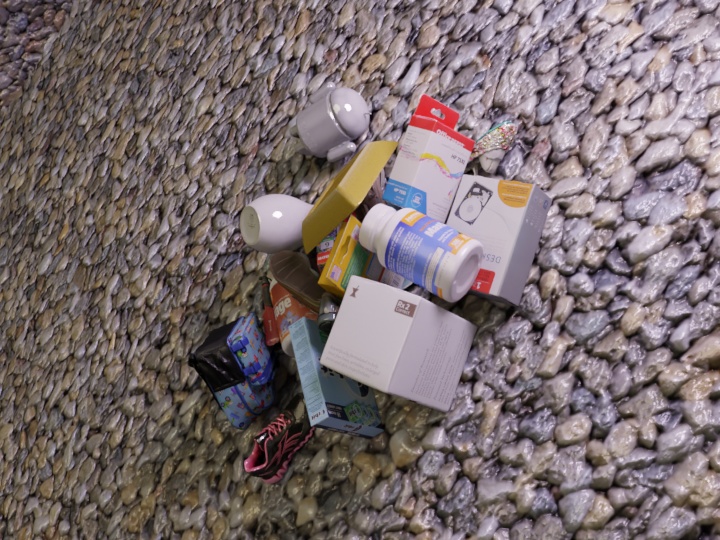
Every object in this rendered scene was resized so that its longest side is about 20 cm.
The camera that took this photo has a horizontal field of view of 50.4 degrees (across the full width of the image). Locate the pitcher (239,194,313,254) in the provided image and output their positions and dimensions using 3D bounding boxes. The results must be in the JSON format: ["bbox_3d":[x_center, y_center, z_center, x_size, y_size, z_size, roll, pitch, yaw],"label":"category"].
[{"bbox_3d":[-0.162,-0.101,1.611,0.170,0.198,0.123,11,103,49],"label":"pitcher"}]

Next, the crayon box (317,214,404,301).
[{"bbox_3d":[0.000,0.000,1.391,0.051,0.200,0.127,7,68,40],"label":"crayon box"}]

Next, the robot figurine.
[{"bbox_3d":[-0.061,-0.322,1.667,0.199,0.112,0.172,-27,78,29],"label":"robot figurine"}]

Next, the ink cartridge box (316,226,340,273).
[{"bbox_3d":[-0.051,-0.004,1.503,0.050,0.110,0.202,-13,45,7],"label":"ink cartridge box"}]

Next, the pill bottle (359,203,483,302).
[{"bbox_3d":[0.098,-0.038,1.297,0.199,0.112,0.113,29,92,26],"label":"pill bottle"}]

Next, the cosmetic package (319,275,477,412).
[{"bbox_3d":[0.069,0.128,1.331,0.164,0.199,0.167,16,84,42],"label":"cosmetic package"}]

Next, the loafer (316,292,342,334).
[{"bbox_3d":[-0.016,0.100,1.416,0.071,0.200,0.064,-14,62,21],"label":"loafer"}]

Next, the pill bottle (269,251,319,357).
[{"bbox_3d":[-0.126,0.067,1.573,0.112,0.112,0.202,-34,55,25],"label":"pill bottle"}]

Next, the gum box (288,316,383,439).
[{"bbox_3d":[-0.045,0.201,1.417,0.044,0.169,0.202,-32,55,25],"label":"gum box"}]

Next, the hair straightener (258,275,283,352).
[{"bbox_3d":[-0.187,0.092,1.637,0.041,0.077,0.201,-27,51,8],"label":"hair straightener"}]

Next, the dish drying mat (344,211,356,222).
[{"bbox_3d":[-0.010,-0.043,1.525,0.077,0.018,0.203,106,158,-61],"label":"dish drying mat"}]

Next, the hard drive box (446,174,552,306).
[{"bbox_3d":[0.229,-0.055,1.352,0.155,0.076,0.203,14,83,42],"label":"hard drive box"}]

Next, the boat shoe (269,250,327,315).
[{"bbox_3d":[-0.112,0.033,1.491,0.072,0.068,0.200,-34,46,-16],"label":"boat shoe"}]

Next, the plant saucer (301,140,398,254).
[{"bbox_3d":[-0.031,-0.149,1.432,0.200,0.048,0.201,-38,17,49],"label":"plant saucer"}]

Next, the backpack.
[{"bbox_3d":[-0.239,0.212,1.567,0.133,0.183,0.202,-24,100,10],"label":"backpack"}]

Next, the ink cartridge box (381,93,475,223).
[{"bbox_3d":[0.130,-0.200,1.376,0.067,0.115,0.202,26,98,46],"label":"ink cartridge box"}]

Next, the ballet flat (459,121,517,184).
[{"bbox_3d":[0.217,-0.199,1.427,0.199,0.075,0.065,-33,65,37],"label":"ballet flat"}]

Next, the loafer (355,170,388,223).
[{"bbox_3d":[0.012,-0.151,1.548,0.071,0.063,0.202,-30,42,29],"label":"loafer"}]

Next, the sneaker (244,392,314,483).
[{"bbox_3d":[-0.163,0.329,1.517,0.079,0.095,0.202,31,93,43],"label":"sneaker"}]

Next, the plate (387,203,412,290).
[{"bbox_3d":[0.068,-0.047,1.516,0.198,0.025,0.203,-16,63,34],"label":"plate"}]
